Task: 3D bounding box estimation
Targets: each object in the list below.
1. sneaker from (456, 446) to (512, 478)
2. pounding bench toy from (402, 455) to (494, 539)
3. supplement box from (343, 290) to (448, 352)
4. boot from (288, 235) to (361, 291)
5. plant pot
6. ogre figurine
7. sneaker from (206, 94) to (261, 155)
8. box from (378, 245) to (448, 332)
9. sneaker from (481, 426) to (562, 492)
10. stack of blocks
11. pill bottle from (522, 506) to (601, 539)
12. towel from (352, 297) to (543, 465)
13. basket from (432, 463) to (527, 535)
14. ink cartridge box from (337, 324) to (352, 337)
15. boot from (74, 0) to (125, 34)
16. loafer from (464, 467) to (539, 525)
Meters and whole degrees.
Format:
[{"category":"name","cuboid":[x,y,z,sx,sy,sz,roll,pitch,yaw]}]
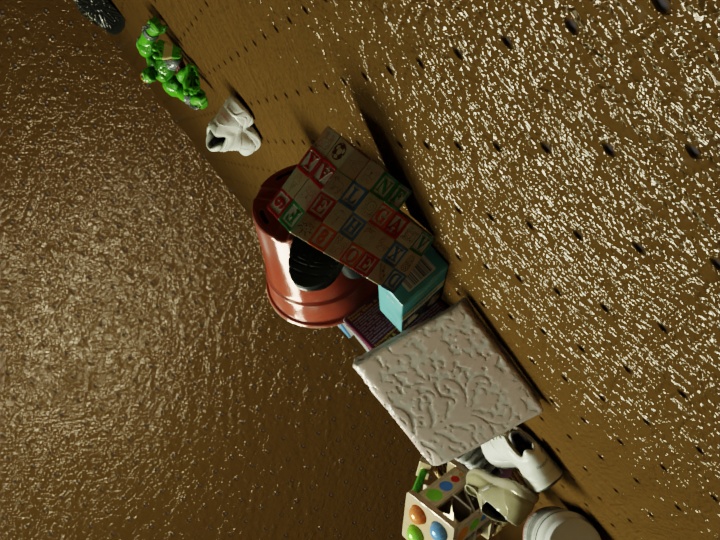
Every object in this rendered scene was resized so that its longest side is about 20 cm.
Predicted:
[{"category":"sneaker","cuboid":[0.194,0.313,1.652,0.201,0.080,0.088,51,174,-26]},{"category":"pounding bench toy","cuboid":[0.145,0.467,1.794,0.199,0.155,0.125,31,131,37]},{"category":"supplement box","cuboid":[0.087,0.112,1.373,0.200,0.131,0.103,45,171,46]},{"category":"boot","cuboid":[-0.023,-0.030,1.213,0.076,0.202,0.169,4,151,19]},{"category":"plant pot","cuboid":[-0.073,-0.047,1.401,0.201,0.200,0.196,46,163,33]},{"category":"ogre figurine","cuboid":[-0.400,-0.426,1.884,0.200,0.099,0.119,37,164,-35]},{"category":"sneaker","cuboid":[-0.254,-0.262,1.737,0.078,0.099,0.200,49,173,13]},{"category":"box","cuboid":[0.070,0.025,1.232,0.049,0.082,0.200,48,173,12]},{"category":"sneaker","cuboid":[0.260,0.293,1.517,0.088,0.074,0.200,61,161,-20]},{"category":"stack of blocks","cuboid":[0.002,-0.065,1.051,0.199,0.115,0.059,31,-171,-47]},{"category":"pill bottle","cuboid":[0.364,0.488,1.623,0.114,0.114,0.200,49,173,8]},{"category":"towel","cuboid":[0.119,0.156,1.230,0.201,0.190,0.032,52,-158,-15]},{"category":"basket","cuboid":[0.249,0.410,1.817,0.200,0.149,0.143,49,173,21]},{"category":"ink cartridge box","cuboid":[-0.073,0.059,2.312,0.145,0.084,0.200,55,172,-37]},{"category":"boot","cuboid":[-0.734,-0.735,2.442,0.158,0.079,0.212,43,170,47]},{"category":"loafer","cuboid":[0.227,0.387,1.540,0.075,0.069,0.200,33,165,-12]}]
